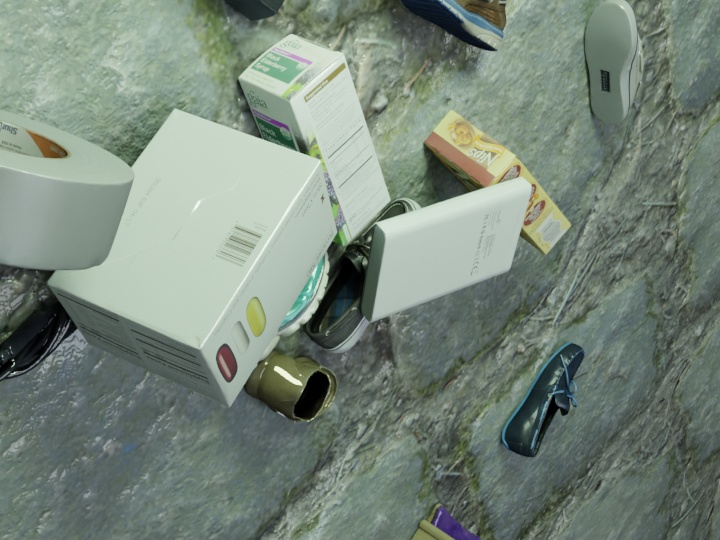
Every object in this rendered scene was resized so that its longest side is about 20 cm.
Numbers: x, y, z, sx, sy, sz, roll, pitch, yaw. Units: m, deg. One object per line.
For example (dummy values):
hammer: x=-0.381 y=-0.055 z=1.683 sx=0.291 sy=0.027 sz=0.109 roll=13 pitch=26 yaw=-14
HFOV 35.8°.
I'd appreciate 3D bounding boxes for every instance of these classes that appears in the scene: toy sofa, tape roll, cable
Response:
toy sofa: x=0.153 y=0.442 z=1.705 sx=0.098 sy=0.083 sz=0.200 roll=-53 pitch=142 yaw=-10
tape roll: x=-0.265 y=-0.067 z=0.789 sx=0.200 sy=0.200 sz=0.066 roll=4 pitch=110 yaw=-51
cable: x=-0.294 y=0.024 z=0.934 sx=0.200 sy=0.051 sz=0.164 roll=5 pitch=106 yaw=-53

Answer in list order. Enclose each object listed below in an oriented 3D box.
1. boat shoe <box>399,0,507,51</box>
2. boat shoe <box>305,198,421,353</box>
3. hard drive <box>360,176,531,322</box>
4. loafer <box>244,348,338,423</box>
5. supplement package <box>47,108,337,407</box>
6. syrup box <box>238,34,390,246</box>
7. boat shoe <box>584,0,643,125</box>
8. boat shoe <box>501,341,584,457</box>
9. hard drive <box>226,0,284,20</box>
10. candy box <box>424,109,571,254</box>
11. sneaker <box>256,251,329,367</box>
boat shoe: x=0.103 y=-0.300 z=1.207 sx=0.200 sy=0.072 sz=0.073 roll=11 pitch=98 yaw=-63
boat shoe: x=0.000 y=0.000 z=1.268 sx=0.200 sy=0.070 sz=0.066 roll=-55 pitch=145 yaw=3
hard drive: x=0.096 y=-0.024 z=1.248 sx=0.199 sy=0.026 sz=0.132 roll=-18 pitch=138 yaw=-28
loafer: x=-0.066 y=0.137 z=1.243 sx=0.076 sy=0.067 sz=0.200 roll=-62 pitch=159 yaw=0
supplement package: x=-0.138 y=-0.013 z=0.967 sx=0.200 sy=0.155 sz=0.111 roll=-60 pitch=159 yaw=-25
syrup box: x=-0.043 y=-0.129 z=1.120 sx=0.081 sy=0.079 sz=0.200 roll=-45 pitch=140 yaw=-22
boat shoe: x=0.352 y=-0.290 z=1.506 sx=0.066 sy=0.072 sz=0.200 roll=-46 pitch=141 yaw=-28
boat shoe: x=0.303 y=0.209 z=1.754 sx=0.200 sy=0.069 sz=0.084 roll=-58 pitch=143 yaw=-7
hard drive: x=-0.103 y=-0.319 z=0.960 sx=0.135 sy=0.042 sz=0.200 roll=-57 pitch=143 yaw=-8
candy box: x=0.170 y=-0.104 z=1.356 sx=0.055 sy=0.115 sz=0.200 roll=-49 pitch=143 yaw=1
sneaker: x=-0.108 y=0.037 z=1.153 sx=0.200 sy=0.077 sz=0.080 roll=-49 pitch=132 yaw=-18
